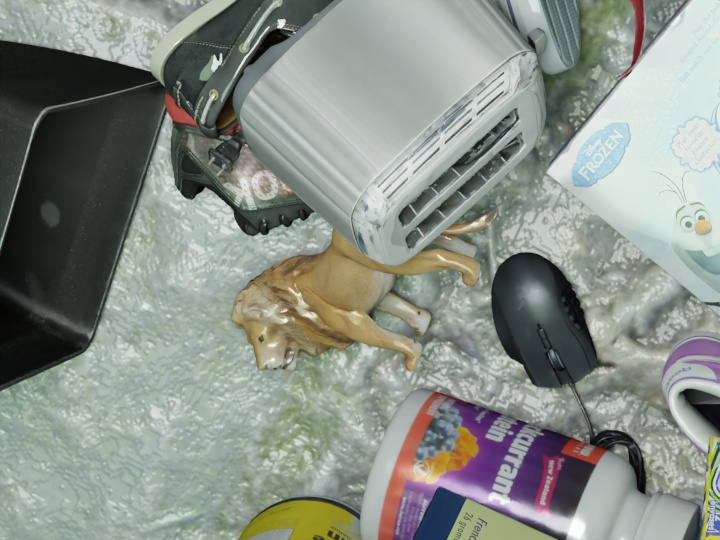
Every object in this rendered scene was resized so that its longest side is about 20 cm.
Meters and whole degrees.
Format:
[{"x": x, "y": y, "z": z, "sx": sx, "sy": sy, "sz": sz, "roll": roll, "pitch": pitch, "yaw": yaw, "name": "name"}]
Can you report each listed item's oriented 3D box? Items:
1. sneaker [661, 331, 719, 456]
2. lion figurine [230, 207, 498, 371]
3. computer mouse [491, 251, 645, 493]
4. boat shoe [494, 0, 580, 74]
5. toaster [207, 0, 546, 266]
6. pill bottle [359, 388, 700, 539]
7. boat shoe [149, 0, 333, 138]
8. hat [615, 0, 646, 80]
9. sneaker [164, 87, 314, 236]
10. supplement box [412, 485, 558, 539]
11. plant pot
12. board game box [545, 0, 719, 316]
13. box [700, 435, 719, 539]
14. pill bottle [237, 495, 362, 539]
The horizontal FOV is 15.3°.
[{"x": 0.278, "y": 0.116, "z": 1.688, "sx": 0.200, "sy": 0.114, "sz": 0.073, "roll": 25, "pitch": 105, "yaw": 2, "name": "sneaker"}, {"x": 0.000, "y": 0.000, "z": 1.701, "sx": 0.122, "sy": 0.073, "sz": 0.200, "roll": 25, "pitch": 136, "yaw": -6, "name": "lion figurine"}, {"x": 0.136, "y": 0.082, "z": 1.744, "sx": 0.058, "sy": 0.034, "sz": 0.200, "roll": -22, "pitch": 100, "yaw": 13, "name": "computer mouse"}, {"x": 0.079, "y": -0.214, "z": 1.669, "sx": 0.067, "sy": 0.074, "sz": 0.201, "roll": -16, "pitch": 91, "yaw": 28, "name": "boat shoe"}, {"x": 0.018, "y": -0.095, "z": 1.607, "sx": 0.200, "sy": 0.114, "sz": 0.129, "roll": -41, "pitch": 67, "yaw": -10, "name": "toaster"}, {"x": 0.110, "y": 0.156, "z": 1.713, "sx": 0.199, "sy": 0.111, "sz": 0.112, "roll": 18, "pitch": 106, "yaw": 14, "name": "pill bottle"}, {"x": -0.034, "y": -0.161, "z": 1.659, "sx": 0.200, "sy": 0.072, "sz": 0.068, "roll": -39, "pitch": 62, "yaw": 2, "name": "boat shoe"}, {"x": 0.178, "y": -0.252, "z": 1.576, "sx": 0.165, "sy": 0.176, "sz": 0.200, "roll": -28, "pitch": 99, "yaw": 13, "name": "hat"}, {"x": -0.033, "y": -0.064, "z": 1.717, "sx": 0.200, "sy": 0.071, "sz": 0.098, "roll": 12, "pitch": 105, "yaw": 9, "name": "sneaker"}, {"x": 0.098, "y": 0.268, "z": 1.646, "sx": 0.199, "sy": 0.134, "sz": 0.200, "roll": 24, "pitch": 148, "yaw": 6, "name": "supplement box"}, {"x": -0.260, "y": -0.052, "z": 1.706, "sx": 0.177, "sy": 0.199, "sz": 0.201, "roll": 23, "pitch": 107, "yaw": 15, "name": "plant pot"}, {"x": 0.254, "y": -0.076, "z": 1.679, "sx": 0.199, "sy": 0.043, "sz": 0.200, "roll": 39, "pitch": 107, "yaw": -2, "name": "board game box"}, {"x": 0.243, "y": 0.167, "z": 1.662, "sx": 0.064, "sy": 0.200, "sz": 0.070, "roll": 5, "pitch": 68, "yaw": 8, "name": "box"}, {"x": -0.047, "y": 0.226, "z": 1.724, "sx": 0.112, "sy": 0.200, "sz": 0.112, "roll": 2, "pitch": 105, "yaw": 9, "name": "pill bottle"}]
